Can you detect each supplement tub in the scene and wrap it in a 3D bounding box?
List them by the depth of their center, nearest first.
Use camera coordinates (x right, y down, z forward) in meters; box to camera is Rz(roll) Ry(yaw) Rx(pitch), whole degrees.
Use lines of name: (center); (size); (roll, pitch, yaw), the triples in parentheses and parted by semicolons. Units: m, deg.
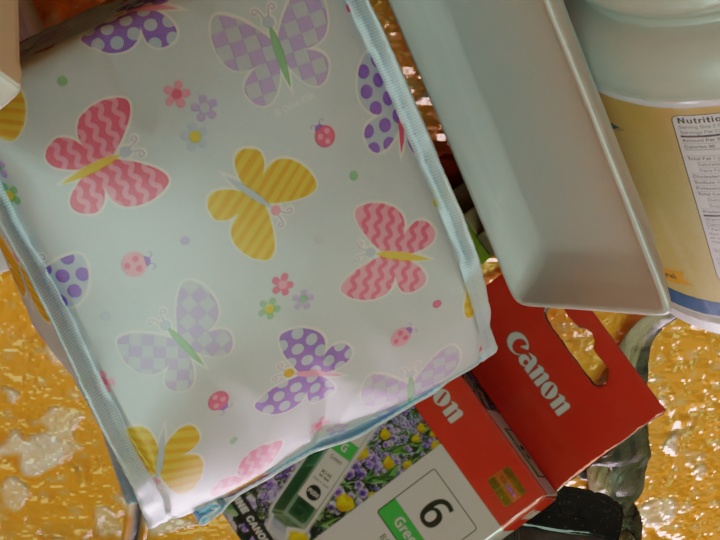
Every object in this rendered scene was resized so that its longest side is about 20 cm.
supplement tub: (0.160, -0.085, 0.735); (0.144, 0.145, 0.200); (-22, 131, 4)

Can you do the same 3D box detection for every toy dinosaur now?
toy dinosaur: (0.122, 0.091, 0.943); (0.088, 0.048, 0.201); (-7, 128, -15)

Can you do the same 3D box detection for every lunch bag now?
lunch bag: (-0.055, -0.016, 0.708); (0.169, 0.127, 0.200); (-28, 106, -8)

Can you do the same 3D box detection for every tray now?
tray: (0.062, -0.076, 0.705); (0.022, 0.107, 0.201); (-30, 106, -24)

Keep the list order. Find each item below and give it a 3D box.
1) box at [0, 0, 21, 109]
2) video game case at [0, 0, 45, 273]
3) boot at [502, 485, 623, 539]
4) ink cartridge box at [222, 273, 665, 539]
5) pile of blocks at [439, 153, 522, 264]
box: (-0.221, -0.068, 0.622); (0.200, 0.125, 0.097); (-35, 130, 22)
video game case: (-0.214, -0.065, 0.734); (0.181, 0.024, 0.200); (-18, 132, 1)
boot: (0.033, 0.168, 0.892); (0.199, 0.132, 0.070); (6, 161, 11)
ink cartridge box: (0.035, 0.085, 0.851); (0.200, 0.109, 0.050); (-37, 166, 7)
pile of blocks: (0.000, 0.000, 0.809); (0.200, 0.082, 0.062); (-38, 89, 11)
